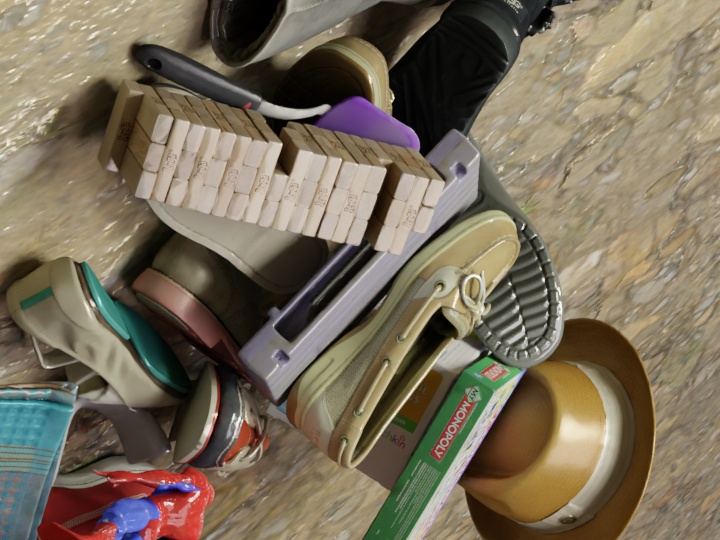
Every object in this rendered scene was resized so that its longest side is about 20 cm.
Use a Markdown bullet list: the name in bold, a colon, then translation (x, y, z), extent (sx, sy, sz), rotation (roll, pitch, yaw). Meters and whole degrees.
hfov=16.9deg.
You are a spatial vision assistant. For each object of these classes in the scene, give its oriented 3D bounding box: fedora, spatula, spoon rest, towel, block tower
- **fedora**: translation (0.125, 0.124, 1.774), extent (0.081, 0.201, 0.201), rotation (14, 113, -39)
- **spatula**: translation (-0.051, -0.100, 1.475), extent (0.199, 0.021, 0.056), rotation (18, 145, -33)
- **spoon rest**: translation (-0.205, 0.118, 1.546), extent (0.099, 0.061, 0.200), rotation (-20, 179, 36)
- **towel**: translation (-0.270, 0.127, 1.408), extent (0.199, 0.022, 0.147), rotation (1, 126, -30)
- **block tower**: translation (-0.052, -0.059, 1.448), extent (0.199, 0.058, 0.054), rotation (12, 109, -25)

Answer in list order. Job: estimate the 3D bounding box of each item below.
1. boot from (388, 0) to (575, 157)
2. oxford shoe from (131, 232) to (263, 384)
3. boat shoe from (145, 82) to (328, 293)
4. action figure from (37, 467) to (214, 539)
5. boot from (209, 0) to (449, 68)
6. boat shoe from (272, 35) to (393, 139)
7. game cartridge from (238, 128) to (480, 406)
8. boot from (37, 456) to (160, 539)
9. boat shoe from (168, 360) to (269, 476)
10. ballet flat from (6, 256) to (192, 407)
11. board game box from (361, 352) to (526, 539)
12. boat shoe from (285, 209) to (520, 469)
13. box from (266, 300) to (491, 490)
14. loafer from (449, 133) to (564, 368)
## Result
- **boot**: translation (0.080, -0.154, 1.657), extent (0.168, 0.076, 0.200), rotation (-50, -179, -42)
- **oxford shoe**: translation (-0.084, 0.025, 1.631), extent (0.074, 0.071, 0.200), rotation (-57, 158, -8)
- **boat shoe**: translation (-0.093, -0.058, 1.517), extent (0.073, 0.063, 0.200), rotation (-40, 135, 4)
- **action figure**: translation (-0.145, 0.161, 1.537), extent (0.200, 0.051, 0.066), rotation (-16, 119, -63)
- **boot**: translation (0.007, -0.215, 1.487), extent (0.199, 0.073, 0.183), rotation (-13, 135, -45)
- **boat shoe**: translation (-0.014, -0.100, 1.579), extent (0.066, 0.074, 0.200), rotation (-51, 173, -27)
- **game cartridge**: translation (0.000, 0.000, 1.578), extent (0.200, 0.038, 0.130), rotation (-46, 175, -7)
- **boot**: translation (-0.154, 0.195, 1.640), extent (0.200, 0.144, 0.073), rotation (1, 123, -60)
- **boat shoe**: translation (-0.091, 0.106, 1.630), extent (0.200, 0.062, 0.072), rotation (142, -31, -80)
- **ballet flat**: translation (-0.168, 0.047, 1.535), extent (0.070, 0.069, 0.200), rotation (-49, 153, -7)
- **board game box**: translation (0.044, 0.152, 1.696), extent (0.201, 0.029, 0.135), rotation (-60, 171, 11)
- **boat shoe**: translation (0.040, 0.045, 1.607), extent (0.201, 0.063, 0.073), rotation (-42, 151, -13)
- **box**: translation (0.027, 0.064, 1.758), extent (0.102, 0.112, 0.200), rotation (-61, 172, 19)
- **loafer**: translation (0.087, -0.025, 1.731), extent (0.075, 0.201, 0.070), rotation (-24, 171, 2)
